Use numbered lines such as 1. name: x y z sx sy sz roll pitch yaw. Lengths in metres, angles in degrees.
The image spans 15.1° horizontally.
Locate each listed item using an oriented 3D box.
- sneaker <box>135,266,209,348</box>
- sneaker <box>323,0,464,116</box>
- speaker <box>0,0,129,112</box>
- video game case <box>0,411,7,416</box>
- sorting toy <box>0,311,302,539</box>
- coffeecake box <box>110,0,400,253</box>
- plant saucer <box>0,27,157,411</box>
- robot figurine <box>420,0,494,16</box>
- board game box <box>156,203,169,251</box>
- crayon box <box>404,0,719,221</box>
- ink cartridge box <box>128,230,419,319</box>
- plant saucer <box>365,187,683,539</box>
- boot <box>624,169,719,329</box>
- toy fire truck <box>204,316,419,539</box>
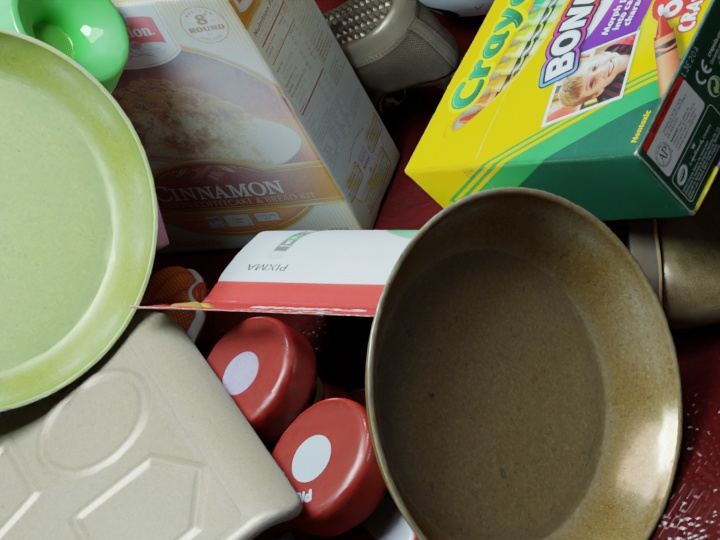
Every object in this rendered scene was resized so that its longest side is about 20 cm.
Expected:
1. sneaker: -0.126 0.049 1.487 0.077 0.073 0.200 13 26 -1
2. sneaker: -0.015 -0.115 1.634 0.200 0.076 0.070 -7 49 56
3. speaker: -0.209 -0.083 1.497 0.200 0.088 0.088 -39 28 42
4. video game case: -0.204 0.132 1.464 0.143 0.019 0.200 -53 28 34
5. sorting toy: -0.141 0.125 1.334 0.200 0.036 0.185 -34 40 -4
6. coffeecake box: -0.090 -0.104 1.557 0.153 0.200 0.073 -3 47 29
7. plant saucer: -0.204 -0.025 1.384 0.200 0.200 0.031 -43 3 -15
8. robot figurine: 0.057 -0.242 1.671 0.150 0.125 0.200 -42 35 24
9. board game box: -0.231 0.008 1.507 0.199 0.043 0.200 -15 -4 -24
10. crayon box: 0.136 -0.120 1.418 0.173 0.058 0.200 -1 53 49
11. ink cartridge box: 0.000 0.000 1.418 0.161 0.200 0.050 1 89 31
12. plant saucer: 0.072 0.061 1.310 0.035 0.200 0.200 -12 39 51
13. boot: 0.176 -0.047 1.456 0.075 0.074 0.200 -3 49 3
14. toy fire truck: -0.039 0.132 1.371 0.168 0.112 0.200 -51 40 5
